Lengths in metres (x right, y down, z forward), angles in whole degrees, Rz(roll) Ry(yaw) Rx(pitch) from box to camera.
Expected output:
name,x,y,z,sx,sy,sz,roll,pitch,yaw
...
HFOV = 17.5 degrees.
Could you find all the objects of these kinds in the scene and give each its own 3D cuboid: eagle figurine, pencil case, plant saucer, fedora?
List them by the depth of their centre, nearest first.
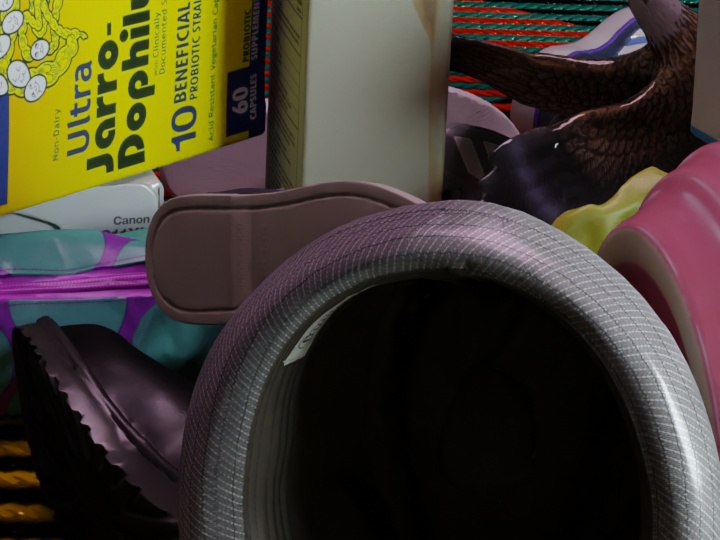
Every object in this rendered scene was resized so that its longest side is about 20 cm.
name,x,y,z,sx,sy,sz,roll,pitch,yaw
fedora,0.035,0.072,0.754,0.175,0.202,0.090,1,12,17
plant saucer,0.117,0.058,0.783,0.050,0.202,0.201,-5,22,-11
pencil case,-0.120,0.017,1.009,0.198,0.093,0.086,-6,66,-18
eagle figurine,0.140,-0.085,1.127,0.199,0.152,0.152,-29,-1,5

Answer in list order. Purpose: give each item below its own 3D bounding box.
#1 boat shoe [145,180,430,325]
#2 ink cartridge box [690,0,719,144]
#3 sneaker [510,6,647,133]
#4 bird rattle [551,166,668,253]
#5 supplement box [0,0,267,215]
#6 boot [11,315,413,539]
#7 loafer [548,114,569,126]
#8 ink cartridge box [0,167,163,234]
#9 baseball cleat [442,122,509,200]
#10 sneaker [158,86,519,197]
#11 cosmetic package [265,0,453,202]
name,x,y,z,sx,sy,sz,roll,pitch,yaw
boat shoe,0.000,0.000,0.896,0.062,0.073,0.199,-3,8,-43
ink cartridge box,0.258,-0.088,0.967,0.198,0.085,0.144,-9,24,-22
sneaker,0.190,-0.089,1.356,0.146,0.081,0.200,25,24,25
bird rattle,0.080,0.020,0.965,0.198,0.114,0.163,-4,7,-26
supplement box,-0.144,-0.105,1.060,0.109,0.110,0.199,19,26,35
boot,-0.029,0.071,0.890,0.157,0.080,0.211,-18,39,-28
loafer,0.194,-0.061,1.224,0.198,0.070,0.070,10,29,-16
ink cartridge box,-0.187,-0.032,1.134,0.144,0.084,0.200,-3,22,-17
baseball cleat,0.072,-0.023,1.164,0.199,0.070,0.106,15,24,29
sneaker,-0.011,-0.071,1.288,0.198,0.076,0.089,1,9,-2
cosmetic package,-0.003,-0.075,1.105,0.070,0.202,0.105,-1,22,-11
